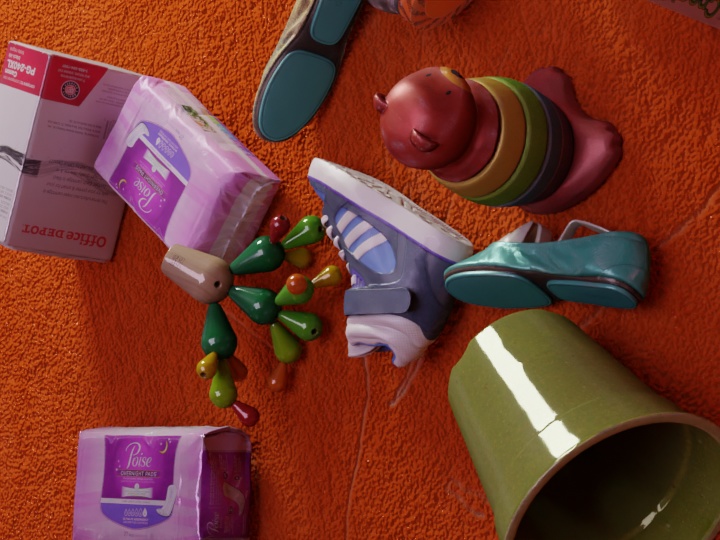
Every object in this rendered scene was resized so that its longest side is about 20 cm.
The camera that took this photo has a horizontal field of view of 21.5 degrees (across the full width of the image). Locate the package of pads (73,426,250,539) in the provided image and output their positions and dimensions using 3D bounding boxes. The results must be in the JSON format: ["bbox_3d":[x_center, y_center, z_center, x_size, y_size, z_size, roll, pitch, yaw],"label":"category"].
[{"bbox_3d":[-0.195,0.212,1.834,0.199,0.075,0.121,-4,82,43],"label":"package of pads"}]

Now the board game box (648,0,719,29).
[{"bbox_3d":[0.243,-0.261,1.420,0.035,0.199,0.127,39,110,38],"label":"board game box"}]

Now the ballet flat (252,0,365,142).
[{"bbox_3d":[-0.048,-0.216,1.788,0.071,0.070,0.201,40,111,39],"label":"ballet flat"}]

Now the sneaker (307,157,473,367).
[{"bbox_3d":[0.000,0.000,1.690,0.200,0.080,0.147,33,102,35],"label":"sneaker"}]

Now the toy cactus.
[{"bbox_3d":[-0.114,0.028,1.761,0.164,0.102,0.201,27,98,14],"label":"toy cactus"}]

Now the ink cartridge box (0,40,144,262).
[{"bbox_3d":[-0.310,-0.120,1.956,0.083,0.145,0.201,20,97,42],"label":"ink cartridge box"}]

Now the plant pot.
[{"bbox_3d":[0.160,0.132,1.469,0.201,0.199,0.190,-57,38,21],"label":"plant pot"}]

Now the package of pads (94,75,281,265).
[{"bbox_3d":[-0.171,-0.092,1.870,0.200,0.075,0.121,43,111,38],"label":"package of pads"}]

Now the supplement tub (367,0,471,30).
[{"bbox_3d":[0.019,-0.313,1.679,0.200,0.122,0.123,48,116,23],"label":"supplement tub"}]

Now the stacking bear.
[{"bbox_3d":[0.096,-0.111,1.535,0.114,0.199,0.122,-54,52,23],"label":"stacking bear"}]

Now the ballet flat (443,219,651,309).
[{"bbox_3d":[0.159,-0.007,1.565,0.199,0.067,0.071,1,60,43],"label":"ballet flat"}]
